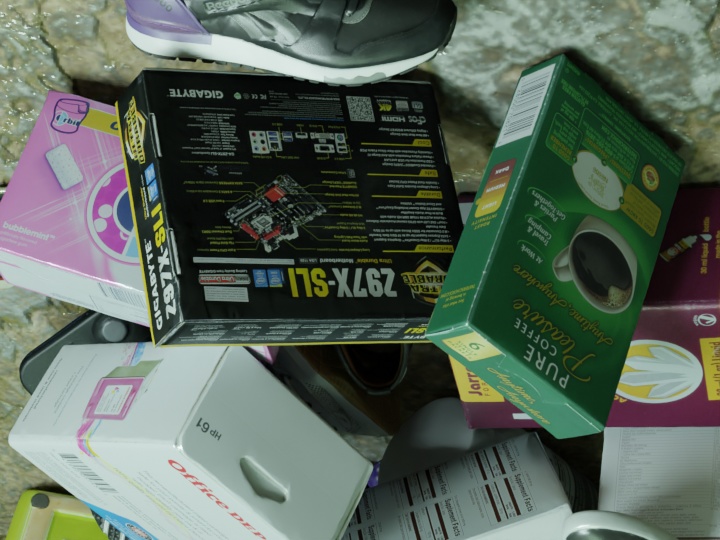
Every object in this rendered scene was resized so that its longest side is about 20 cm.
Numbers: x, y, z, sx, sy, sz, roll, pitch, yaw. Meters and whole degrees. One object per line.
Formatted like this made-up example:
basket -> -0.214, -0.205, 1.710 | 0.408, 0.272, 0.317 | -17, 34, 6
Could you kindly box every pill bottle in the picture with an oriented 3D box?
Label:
pill bottle -> 0.113, 0.184, 1.586 | 0.116, 0.116, 0.200 | -27, 128, 36

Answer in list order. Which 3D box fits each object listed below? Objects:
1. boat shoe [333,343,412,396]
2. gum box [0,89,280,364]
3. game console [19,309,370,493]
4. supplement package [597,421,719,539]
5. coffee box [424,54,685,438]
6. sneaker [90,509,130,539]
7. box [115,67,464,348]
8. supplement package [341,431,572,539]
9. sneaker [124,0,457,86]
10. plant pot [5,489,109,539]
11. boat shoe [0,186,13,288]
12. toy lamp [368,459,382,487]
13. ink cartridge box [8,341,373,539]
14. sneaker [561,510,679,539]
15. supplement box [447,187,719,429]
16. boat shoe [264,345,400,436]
boat shoe -> 0.000, 0.000, 1.431 | 0.072, 0.068, 0.200 | 0, 135, 14
gum box -> -0.120, -0.026, 1.344 | 0.199, 0.114, 0.066 | 17, 160, 13
game console -> -0.120, 0.112, 1.517 | 0.171, 0.118, 0.200 | -35, 115, 9
supplement package -> 0.226, 0.140, 1.443 | 0.113, 0.200, 0.110 | -2, 138, 16
coffee box -> 0.119, -0.015, 1.280 | 0.123, 0.200, 0.044 | 36, 148, -29
sneaker -> -0.120, 0.199, 1.691 | 0.199, 0.080, 0.074 | 21, 103, 11
box -> -0.036, -0.036, 1.267 | 0.199, 0.160, 0.049 | -1, 159, -28
supplement package -> 0.064, 0.245, 1.447 | 0.199, 0.147, 0.192 | -19, 106, 1
sneaker -> -0.044, -0.165, 1.241 | 0.199, 0.076, 0.088 | 4, 134, 7
plant pot -> -0.213, 0.297, 1.737 | 0.199, 0.199, 0.182 | 11, 134, 0
boat shoe -> -0.209, -0.030, 1.441 | 0.199, 0.071, 0.063 | -4, 136, 23
toy lamp -> -0.073, 0.152, 1.635 | 0.199, 0.058, 0.058 | 8, 141, 2
ink cartridge box -> -0.111, 0.119, 1.397 | 0.200, 0.085, 0.145 | -2, 141, 51
sneaker -> 0.179, 0.235, 1.332 | 0.071, 0.099, 0.200 | -13, 133, 28
supplement box -> 0.161, 0.026, 1.398 | 0.199, 0.103, 0.131 | -2, 140, 15
boat shoe -> -0.045, 0.061, 1.508 | 0.069, 0.071, 0.200 | -16, 135, 25
